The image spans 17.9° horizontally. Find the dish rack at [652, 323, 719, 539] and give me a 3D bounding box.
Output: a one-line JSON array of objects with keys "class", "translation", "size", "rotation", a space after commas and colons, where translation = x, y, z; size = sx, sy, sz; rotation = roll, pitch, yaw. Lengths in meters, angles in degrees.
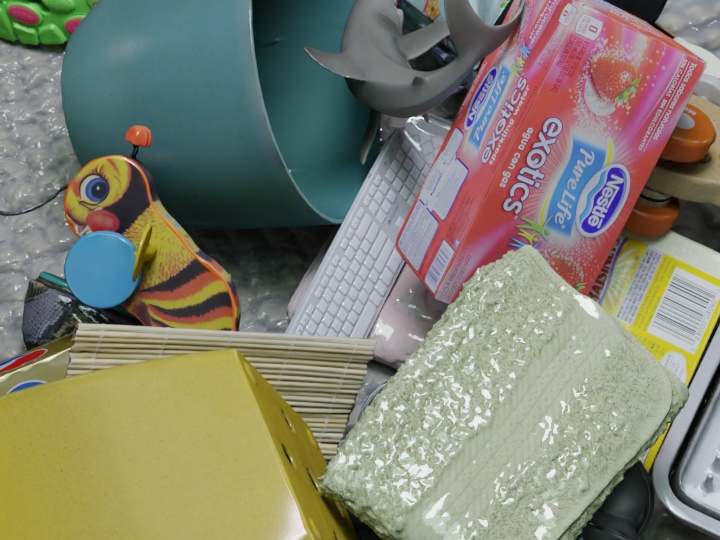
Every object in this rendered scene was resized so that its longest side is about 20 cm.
[{"class": "dish rack", "translation": [0.286, 0.104, 1.433], "size": [0.171, 0.044, 0.200], "rotation": [24, 61, 11]}]

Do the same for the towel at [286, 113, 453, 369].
[{"class": "towel", "translation": [0.080, -0.005, 1.523], "size": [0.200, 0.032, 0.191], "rotation": [21, 61, 16]}]

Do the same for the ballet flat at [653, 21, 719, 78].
[{"class": "ballet flat", "translation": [0.205, -0.150, 1.591], "size": [0.200, 0.063, 0.069], "rotation": [36, 63, 22]}]

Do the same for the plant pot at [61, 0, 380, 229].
[{"class": "plant pot", "translation": [-0.099, -0.119, 1.512], "size": [0.161, 0.201, 0.201], "rotation": [-9, 55, 23]}]

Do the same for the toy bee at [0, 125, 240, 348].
[{"class": "toy bee", "translation": [-0.142, -0.028, 1.397], "size": [0.109, 0.200, 0.131], "rotation": [-54, 22, 5]}]

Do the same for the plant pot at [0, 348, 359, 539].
[{"class": "plant pot", "translation": [-0.102, 0.159, 1.298], "size": [0.176, 0.200, 0.200], "rotation": [-29, 59, 6]}]

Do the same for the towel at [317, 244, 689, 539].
[{"class": "towel", "translation": [0.083, 0.091, 1.311], "size": [0.148, 0.037, 0.200], "rotation": [38, 66, 8]}]

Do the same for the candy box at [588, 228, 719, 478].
[{"class": "candy box", "translation": [0.156, 0.061, 1.447], "size": [0.102, 0.026, 0.200], "rotation": [25, 71, 8]}]

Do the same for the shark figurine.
[{"class": "shark figurine", "translation": [0.013, -0.133, 1.449], "size": [0.089, 0.214, 0.128], "rotation": [20, 91, -24]}]

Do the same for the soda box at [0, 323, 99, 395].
[{"class": "soda box", "translation": [-0.233, 0.099, 1.395], "size": [0.200, 0.068, 0.064], "rotation": [-23, 99, -17]}]

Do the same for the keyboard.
[{"class": "keyboard", "translation": [0.000, 0.000, 1.477], "size": [0.011, 0.056, 0.200], "rotation": [-10, 44, 48]}]

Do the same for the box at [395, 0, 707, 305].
[{"class": "box", "translation": [0.113, -0.070, 1.411], "size": [0.095, 0.200, 0.103], "rotation": [21, 12, -22]}]

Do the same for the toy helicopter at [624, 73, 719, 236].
[{"class": "toy helicopter", "translation": [0.250, -0.080, 1.493], "size": [0.199, 0.079, 0.132], "rotation": [11, 38, -12]}]

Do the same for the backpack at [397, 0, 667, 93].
[{"class": "backpack", "translation": [0.099, -0.200, 1.563], "size": [0.167, 0.127, 0.200], "rotation": [-47, 44, 0]}]

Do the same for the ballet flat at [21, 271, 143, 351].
[{"class": "ballet flat", "translation": [-0.129, 0.061, 1.478], "size": [0.200, 0.072, 0.072], "rotation": [18, 60, 13]}]

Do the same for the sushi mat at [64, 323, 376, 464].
[{"class": "sushi mat", "translation": [-0.090, 0.077, 1.391], "size": [0.200, 0.096, 0.012], "rotation": [4, 27, -27]}]

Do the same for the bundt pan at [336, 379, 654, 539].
[{"class": "bundt pan", "translation": [0.080, 0.135, 1.369], "size": [0.201, 0.076, 0.202], "rotation": [0, 78, -1]}]

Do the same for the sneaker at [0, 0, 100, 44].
[{"class": "sneaker", "translation": [-0.207, -0.209, 1.650], "size": [0.199, 0.077, 0.084], "rotation": [13, 41, 7]}]
